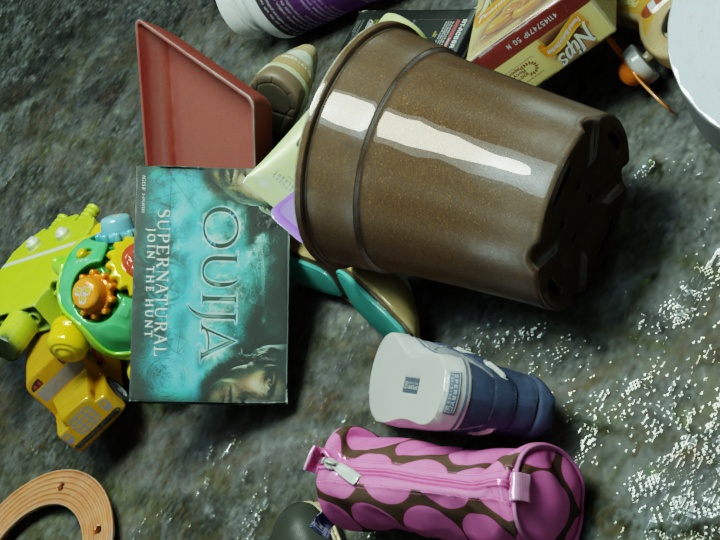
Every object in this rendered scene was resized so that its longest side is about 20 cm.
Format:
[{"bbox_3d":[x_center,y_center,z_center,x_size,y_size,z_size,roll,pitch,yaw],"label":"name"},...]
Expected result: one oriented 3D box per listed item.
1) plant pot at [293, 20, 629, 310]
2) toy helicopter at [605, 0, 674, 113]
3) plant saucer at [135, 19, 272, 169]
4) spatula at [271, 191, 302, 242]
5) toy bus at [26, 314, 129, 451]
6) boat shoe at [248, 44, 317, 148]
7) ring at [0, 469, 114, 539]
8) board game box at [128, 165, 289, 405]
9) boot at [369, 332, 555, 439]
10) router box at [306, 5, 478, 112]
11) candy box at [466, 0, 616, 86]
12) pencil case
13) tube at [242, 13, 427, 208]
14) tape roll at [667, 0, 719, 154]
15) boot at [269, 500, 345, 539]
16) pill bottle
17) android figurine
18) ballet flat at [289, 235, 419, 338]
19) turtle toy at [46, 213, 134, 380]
[{"bbox_3d":[0.085,-0.069,1.180,0.197,0.200,0.201,20,72,28],"label":"plant pot"},{"bbox_3d":[0.238,-0.202,1.266,0.133,0.079,0.200,-59,29,-3],"label":"toy helicopter"},{"bbox_3d":[-0.138,-0.112,1.433,0.037,0.201,0.199,-23,41,-30],"label":"plant saucer"},{"bbox_3d":[0.011,-0.097,1.298,0.056,0.021,0.200,40,77,15],"label":"spatula"},{"bbox_3d":[-0.268,0.085,1.451,0.065,0.078,0.200,-41,25,8],"label":"toy bus"},{"bbox_3d":[-0.088,-0.144,1.466,0.200,0.072,0.076,-40,13,53],"label":"boat shoe"},{"bbox_3d":[-0.292,0.272,1.383,0.200,0.019,0.201,-23,47,26],"label":"ring"},{"bbox_3d":[-0.126,0.013,1.315,0.134,0.028,0.202,1,82,-5],"label":"board game box"},{"bbox_3d":[0.071,0.094,1.171,0.200,0.090,0.073,-162,86,-74],"label":"boot"},{"bbox_3d":[0.028,-0.141,1.396,0.149,0.062,0.201,8,64,45],"label":"router box"},{"bbox_3d":[0.155,-0.227,1.303,0.115,0.055,0.200,-33,22,26],"label":"candy box"},{"bbox_3d":[0.058,0.156,1.106,0.199,0.094,0.091,-2,57,40],"label":"pencil case"},{"bbox_3d":[-0.013,-0.128,1.327,0.058,0.052,0.200,30,76,26],"label":"tube"},{"bbox_3d":[0.321,-0.165,1.099,0.199,0.066,0.202,-7,70,20],"label":"tape roll"},{"bbox_3d":[-0.074,0.236,1.123,0.077,0.138,0.201,-24,44,26],"label":"boot"},{"bbox_3d":[-0.048,-0.305,1.557,0.199,0.112,0.113,-19,48,30],"label":"pill bottle"},{"bbox_3d":[-0.314,0.011,1.492,0.181,0.041,0.201,-14,36,40],"label":"android figurine"},{"bbox_3d":[0.000,0.000,1.308,0.063,0.069,0.200,-42,39,-15],"label":"ballet flat"},{"bbox_3d":[-0.179,0.022,1.377,0.101,0.199,0.146,121,167,-53],"label":"turtle toy"}]
